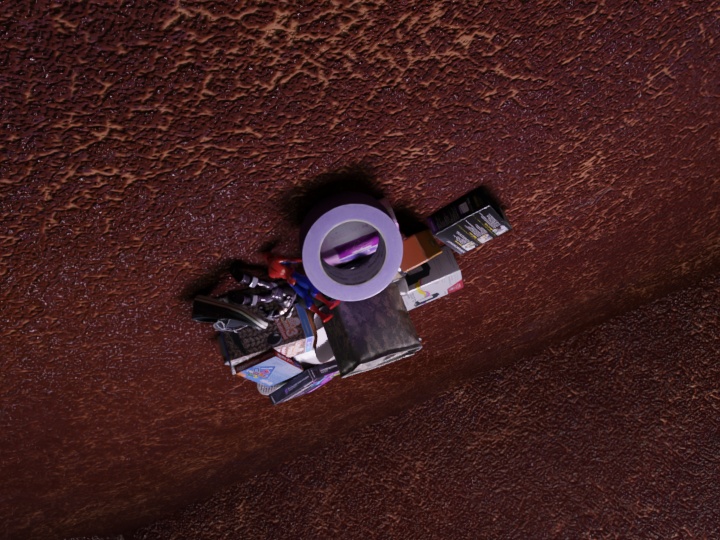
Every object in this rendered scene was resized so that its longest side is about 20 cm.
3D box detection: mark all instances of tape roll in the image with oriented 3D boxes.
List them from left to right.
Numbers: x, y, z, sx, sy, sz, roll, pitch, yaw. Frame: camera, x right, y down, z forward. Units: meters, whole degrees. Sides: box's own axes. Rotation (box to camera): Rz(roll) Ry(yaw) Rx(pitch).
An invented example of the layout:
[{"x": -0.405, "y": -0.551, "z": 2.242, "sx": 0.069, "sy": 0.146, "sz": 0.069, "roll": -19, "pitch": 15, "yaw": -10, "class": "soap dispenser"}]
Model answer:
[{"x": -0.020, "y": -0.048, "z": 1.372, "sx": 0.198, "sy": 0.085, "sz": 0.202, "roll": -3, "pitch": 114, "yaw": -8, "class": "tape roll"}]

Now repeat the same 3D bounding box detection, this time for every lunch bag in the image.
[{"x": 0.029, "y": 0.127, "z": 1.548, "sx": 0.199, "sy": 0.165, "sz": 0.118, "roll": -12, "pitch": 162, "yaw": -33, "class": "lunch bag"}]

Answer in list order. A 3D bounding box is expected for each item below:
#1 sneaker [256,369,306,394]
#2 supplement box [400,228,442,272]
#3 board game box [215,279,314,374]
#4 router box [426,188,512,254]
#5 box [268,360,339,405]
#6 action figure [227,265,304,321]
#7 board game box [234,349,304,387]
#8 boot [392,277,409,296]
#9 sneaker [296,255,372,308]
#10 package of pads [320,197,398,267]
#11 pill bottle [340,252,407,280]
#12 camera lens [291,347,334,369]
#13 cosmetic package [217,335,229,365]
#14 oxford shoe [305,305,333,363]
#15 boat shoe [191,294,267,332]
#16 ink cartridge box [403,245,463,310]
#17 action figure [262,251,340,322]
[{"x": -0.185, "y": 0.273, "z": 1.899, "sx": 0.199, "sy": 0.076, "sz": 0.105, "roll": -31, "pitch": 169, "yaw": -2, "class": "sneaker"}, {"x": 0.132, "y": -0.048, "z": 1.590, "sx": 0.068, "sy": 0.067, "sz": 0.200, "roll": -29, "pitch": 178, "yaw": 19, "class": "supplement box"}, {"x": -0.227, "y": 0.129, "z": 1.628, "sx": 0.198, "sy": 0.161, "sz": 0.097, "roll": -16, "pitch": 157, "yaw": -15, "class": "board game box"}, {"x": 0.265, "y": -0.112, "z": 1.670, "sx": 0.148, "sy": 0.051, "sz": 0.200, "roll": -28, "pitch": 157, "yaw": 19, "class": "router box"}, {"x": -0.133, "y": 0.290, "z": 1.823, "sx": 0.143, "sy": 0.036, "sz": 0.200, "roll": -35, "pitch": 166, "yaw": 23, "class": "box"}, {"x": -0.199, "y": 0.045, "z": 1.536, "sx": 0.069, "sy": 0.131, "sz": 0.199, "roll": 16, "pitch": 180, "yaw": 41, "class": "action figure"}, {"x": -0.211, "y": 0.234, "z": 1.644, "sx": 0.102, "sy": 0.020, "sz": 0.200, "roll": -25, "pitch": 158, "yaw": 5, "class": "board game box"}, {"x": 0.024, "y": 0.075, "z": 1.726, "sx": 0.198, "sy": 0.184, "sz": 0.073, "roll": -9, "pitch": 169, "yaw": -17, "class": "boot"}, {"x": -0.056, "y": 0.026, "z": 1.516, "sx": 0.199, "sy": 0.076, "sz": 0.091, "roll": -28, "pitch": -177, "yaw": 12, "class": "sneaker"}, {"x": -0.018, "y": -0.074, "z": 1.473, "sx": 0.198, "sy": 0.076, "sz": 0.121, "roll": -21, "pitch": 160, "yaw": -1, "class": "package of pads"}, {"x": 0.000, "y": 0.000, "z": 1.607, "sx": 0.199, "sy": 0.113, "sz": 0.112, "roll": -27, "pitch": 157, "yaw": 11, "class": "pill bottle"}, {"x": -0.120, "y": 0.161, "z": 1.795, "sx": 0.198, "sy": 0.161, "sz": 0.160, "roll": -16, "pitch": 157, "yaw": -12, "class": "camera lens"}, {"x": -0.275, "y": 0.202, "z": 1.850, "sx": 0.106, "sy": 0.091, "sz": 0.200, "roll": -30, "pitch": 153, "yaw": 17, "class": "cosmetic package"}, {"x": -0.095, "y": 0.139, "z": 1.672, "sx": 0.071, "sy": 0.071, "sz": 0.201, "roll": -25, "pitch": 134, "yaw": -24, "class": "oxford shoe"}, {"x": -0.286, "y": 0.104, "z": 1.510, "sx": 0.198, "sy": 0.063, "sz": 0.075, "roll": 13, "pitch": 167, "yaw": 27, "class": "boat shoe"}, {"x": 0.164, "y": 0.028, "z": 1.852, "sx": 0.199, "sy": 0.083, "sz": 0.146, "roll": -24, "pitch": 158, "yaw": 3, "class": "ink cartridge box"}, {"x": -0.119, "y": 0.017, "z": 1.474, "sx": 0.099, "sy": 0.199, "sz": 0.066, "roll": -30, "pitch": 154, "yaw": -56, "class": "action figure"}]
